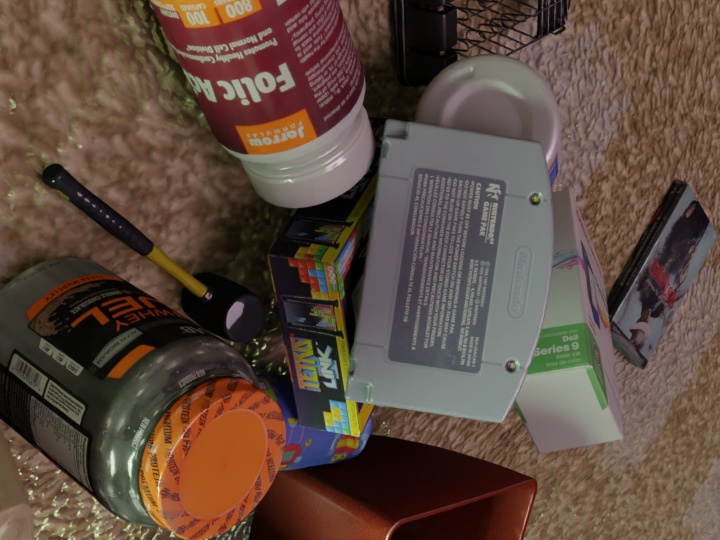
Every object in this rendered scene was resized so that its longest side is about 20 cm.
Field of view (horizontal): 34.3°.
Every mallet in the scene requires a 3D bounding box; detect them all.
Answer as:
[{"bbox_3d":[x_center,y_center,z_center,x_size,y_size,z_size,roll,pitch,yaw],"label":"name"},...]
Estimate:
[{"bbox_3d":[-0.137,-0.009,0.804,0.041,0.066,0.200,-57,141,-10],"label":"mallet"}]

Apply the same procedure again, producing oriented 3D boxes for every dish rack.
[{"bbox_3d":[0.111,-0.246,0.968,0.200,0.054,0.154,-32,133,-36],"label":"dish rack"}]

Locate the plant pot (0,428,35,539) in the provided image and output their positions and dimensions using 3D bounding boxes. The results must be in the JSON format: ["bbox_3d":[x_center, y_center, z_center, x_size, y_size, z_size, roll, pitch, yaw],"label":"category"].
[{"bbox_3d":[-0.283,0.169,0.649,0.199,0.177,0.201,-20,125,-41],"label":"plant pot"}]

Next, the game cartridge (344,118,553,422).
[{"bbox_3d":[0.068,0.002,0.825,0.041,0.132,0.202,63,36,-86],"label":"game cartridge"}]

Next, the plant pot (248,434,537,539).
[{"bbox_3d":[0.009,0.248,1.023,0.199,0.176,0.201,-3,113,-47],"label":"plant pot"}]

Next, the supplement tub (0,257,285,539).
[{"bbox_3d":[-0.147,0.079,0.735,0.122,0.199,0.123,-26,129,-38],"label":"supplement tub"}]

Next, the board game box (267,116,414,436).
[{"bbox_3d":[0.000,0.000,0.915,0.200,0.056,0.166,-59,151,-48],"label":"board game box"}]

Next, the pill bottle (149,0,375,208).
[{"bbox_3d":[-0.062,-0.145,0.776,0.114,0.114,0.201,-45,137,-22],"label":"pill bottle"}]

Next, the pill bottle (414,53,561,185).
[{"bbox_3d":[0.109,-0.102,0.954,0.113,0.112,0.200,-65,170,1],"label":"pill bottle"}]

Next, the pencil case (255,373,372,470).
[{"bbox_3d":[-0.079,0.116,0.930,0.199,0.087,0.078,5,136,-48],"label":"pencil case"}]

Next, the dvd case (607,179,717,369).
[{"bbox_3d":[0.363,0.008,1.417,0.201,0.022,0.146,-58,141,-7],"label":"dvd case"}]

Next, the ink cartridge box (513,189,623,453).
[{"bbox_3d":[0.185,0.048,1.104,0.146,0.087,0.201,57,25,-48],"label":"ink cartridge box"}]
